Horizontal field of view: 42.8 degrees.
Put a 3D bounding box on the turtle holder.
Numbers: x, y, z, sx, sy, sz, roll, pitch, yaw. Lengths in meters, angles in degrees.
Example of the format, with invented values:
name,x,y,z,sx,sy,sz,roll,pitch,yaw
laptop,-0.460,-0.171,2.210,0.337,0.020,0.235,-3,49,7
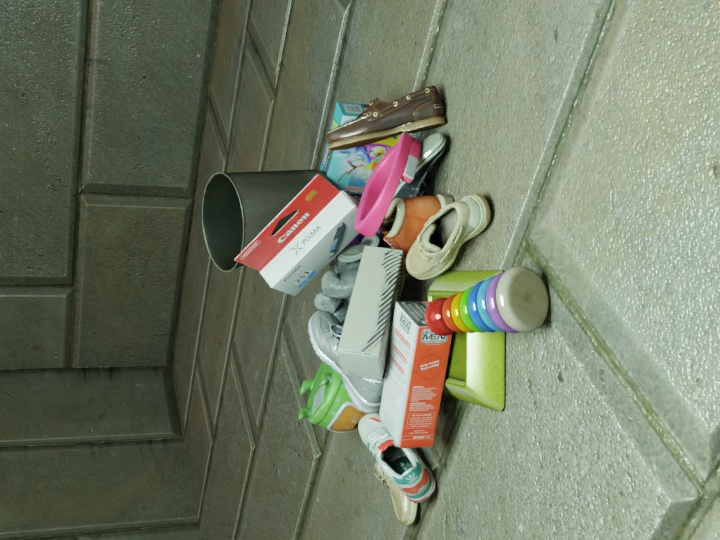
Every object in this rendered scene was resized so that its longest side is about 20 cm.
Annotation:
name,x,y,z,sx,sy,sz,roll,pitch,yaw
turtle holder,-0.036,0.228,1.745,0.142,0.131,0.186,-64,13,8

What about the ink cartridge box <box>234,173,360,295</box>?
name,x,y,z,sx,sy,sz,roll,pitch,yaw
ink cartridge box,-0.090,-0.053,1.530,0.200,0.176,0.045,-44,66,9

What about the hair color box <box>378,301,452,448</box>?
name,x,y,z,sx,sy,sz,roll,pitch,yaw
hair color box,0.083,0.158,1.405,0.102,0.061,0.202,-131,44,-62

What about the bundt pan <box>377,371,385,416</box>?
name,x,y,z,sx,sy,sz,roll,pitch,yaw
bundt pan,0.059,0.167,1.559,0.202,0.075,0.204,12,104,63

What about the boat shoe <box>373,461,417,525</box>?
name,x,y,z,sx,sy,sz,roll,pitch,yaw
boat shoe,0.053,0.347,1.609,0.072,0.064,0.201,122,143,-54

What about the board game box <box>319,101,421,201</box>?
name,x,y,z,sx,sy,sz,roll,pitch,yaw
board game box,0.012,-0.194,1.618,0.047,0.150,0.201,-111,29,-45

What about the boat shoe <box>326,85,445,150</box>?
name,x,y,z,sx,sy,sz,roll,pitch,yaw
boat shoe,0.037,-0.248,1.502,0.070,0.198,0.071,-35,-69,-85

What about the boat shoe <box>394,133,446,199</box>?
name,x,y,z,sx,sy,sz,roll,pitch,yaw
boat shoe,0.089,-0.146,1.521,0.200,0.062,0.075,-52,13,37

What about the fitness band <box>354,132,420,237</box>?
name,x,y,z,sx,sy,sz,roll,pitch,yaw
fitness band,0.041,-0.139,1.473,0.144,0.037,0.201,-50,15,38

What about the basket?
name,x,y,z,sx,sy,sz,roll,pitch,yaw
basket,-0.150,-0.099,1.569,0.136,0.199,0.181,46,136,34

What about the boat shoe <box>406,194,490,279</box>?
name,x,y,z,sx,sy,sz,roll,pitch,yaw
boat shoe,0.116,-0.047,1.388,0.200,0.065,0.073,-45,63,50

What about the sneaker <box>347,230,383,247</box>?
name,x,y,z,sx,sy,sz,roll,pitch,yaw
sneaker,0.019,-0.049,1.736,0.200,0.080,0.084,127,126,-71

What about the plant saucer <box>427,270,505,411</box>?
name,x,y,z,sx,sy,sz,roll,pitch,yaw
plant saucer,0.149,0.100,1.383,0.200,0.048,0.201,179,92,-69

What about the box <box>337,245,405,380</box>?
name,x,y,z,sx,sy,sz,roll,pitch,yaw
box,0.020,0.065,1.450,0.082,0.068,0.201,81,-161,-56

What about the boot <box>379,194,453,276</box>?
name,x,y,z,sx,sy,sz,roll,pitch,yaw
boot,0.071,-0.058,1.520,0.200,0.106,0.075,116,146,-52

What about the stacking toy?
name,x,y,z,sx,sy,sz,roll,pitch,yaw
stacking toy,0.156,0.052,1.246,0.199,0.085,0.086,-17,73,53

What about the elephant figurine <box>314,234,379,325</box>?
name,x,y,z,sx,sy,sz,roll,pitch,yaw
elephant figurine,0.000,0.000,1.636,0.201,0.154,0.142,-70,-2,-47

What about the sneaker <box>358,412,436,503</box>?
name,x,y,z,sx,sy,sz,roll,pitch,yaw
sneaker,0.051,0.292,1.532,0.200,0.070,0.094,49,173,45

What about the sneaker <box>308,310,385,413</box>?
name,x,y,z,sx,sy,sz,roll,pitch,yaw
sneaker,-0.010,0.136,1.530,0.200,0.074,0.082,51,127,23
